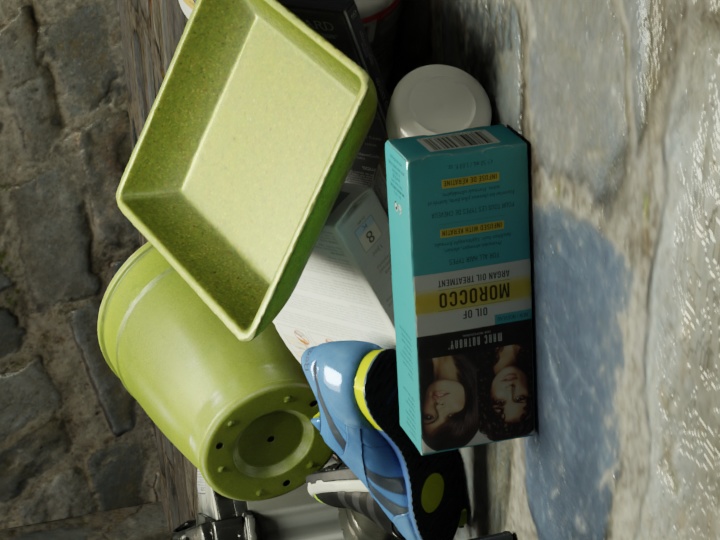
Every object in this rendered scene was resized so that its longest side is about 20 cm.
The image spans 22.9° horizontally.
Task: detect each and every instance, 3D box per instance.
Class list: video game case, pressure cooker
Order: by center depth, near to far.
[{"bbox_3d":[-0.036,-0.124,1.320,0.142,0.019,0.201,13,141,34],"label":"video game case"},{"bbox_3d":[-0.085,0.248,1.720,0.179,0.198,0.177,-110,16,-46],"label":"pressure cooker"}]

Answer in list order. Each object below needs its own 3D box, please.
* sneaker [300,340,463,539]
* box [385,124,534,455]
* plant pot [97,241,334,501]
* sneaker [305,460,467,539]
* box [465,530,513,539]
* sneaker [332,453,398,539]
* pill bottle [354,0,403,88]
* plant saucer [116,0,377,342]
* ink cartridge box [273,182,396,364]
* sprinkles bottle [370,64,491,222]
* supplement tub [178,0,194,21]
[{"bbox_3d":[0.015,0.128,1.301,0.078,0.066,0.201,6,135,37],"label":"sneaker"},{"bbox_3d":[0.065,0.013,1.139,0.049,0.081,0.202,-128,32,-65],"label":"box"},{"bbox_3d":[-0.107,0.091,1.539,0.193,0.198,0.202,-122,26,-47],"label":"plant pot"},{"bbox_3d":[0.020,0.189,1.433,0.200,0.071,0.084,-16,95,63],"label":"sneaker"},{"bbox_3d":[0.057,0.313,1.301,0.200,0.116,0.199,120,141,-69],"label":"box"},{"bbox_3d":[0.005,0.148,1.575,0.091,0.075,0.201,113,142,-50],"label":"sneaker"},{"bbox_3d":[-0.028,-0.178,1.371,0.201,0.113,0.115,101,158,-57],"label":"pill bottle"},{"bbox_3d":[-0.071,-0.083,1.220,0.200,0.048,0.201,43,115,42],"label":"plant saucer"},{"bbox_3d":[-0.015,0.016,1.307,0.159,0.047,0.201,13,143,47],"label":"ink cartridge box"},{"bbox_3d":[0.041,-0.061,1.232,0.200,0.068,0.069,105,154,-62],"label":"sprinkles bottle"},{"bbox_3d":[-0.086,-0.281,1.495,0.145,0.143,0.201,-112,19,-48],"label":"supplement tub"}]
